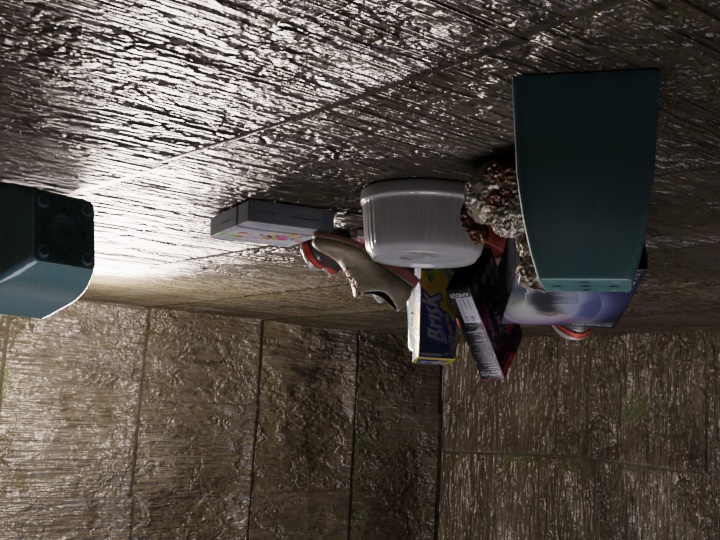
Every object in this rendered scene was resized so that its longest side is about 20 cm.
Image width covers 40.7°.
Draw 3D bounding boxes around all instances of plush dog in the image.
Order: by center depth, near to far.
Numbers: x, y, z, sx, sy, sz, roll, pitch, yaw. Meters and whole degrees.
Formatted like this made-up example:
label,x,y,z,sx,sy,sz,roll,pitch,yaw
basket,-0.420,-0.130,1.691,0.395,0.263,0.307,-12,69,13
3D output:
label,x,y,z,sx,sy,sz,roll,pitch,yaw
plush dog,0.221,-0.091,1.278,0.171,0.161,0.200,17,142,-5

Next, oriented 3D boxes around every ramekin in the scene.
label,x,y,z,sx,sy,sz,roll,pitch,yaw
ramekin,0.098,-0.066,1.476,0.199,0.105,0.200,2,172,0

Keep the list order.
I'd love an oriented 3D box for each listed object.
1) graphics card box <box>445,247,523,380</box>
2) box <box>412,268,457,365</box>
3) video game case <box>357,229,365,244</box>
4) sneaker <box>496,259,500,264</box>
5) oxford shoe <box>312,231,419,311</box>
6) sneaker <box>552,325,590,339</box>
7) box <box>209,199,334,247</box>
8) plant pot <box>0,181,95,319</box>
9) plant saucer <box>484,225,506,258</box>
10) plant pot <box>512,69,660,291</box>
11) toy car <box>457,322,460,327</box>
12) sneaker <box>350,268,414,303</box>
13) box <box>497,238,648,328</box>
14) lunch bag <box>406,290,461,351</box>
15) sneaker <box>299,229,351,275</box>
label,x,y,z,sx,sy,sz,roll,pitch,yaw
graphics card box,0.219,0.076,1.692,0.051,0.200,0.126,-7,-150,33
box,0.130,0.060,1.683,0.070,0.201,0.064,4,166,-5
video game case,0.097,-0.056,1.857,0.199,0.018,0.143,2,172,4
sneaker,0.239,0.002,1.933,0.199,0.081,0.076,-3,150,11
oxford shoe,0.000,0.000,1.640,0.200,0.075,0.070,27,169,-6
sneaker,0.333,0.035,1.713,0.077,0.082,0.200,-34,-124,-31
box,-0.158,-0.080,1.688,0.155,0.041,0.200,7,172,-27
plant pot,-0.538,-0.042,1.576,0.200,0.197,0.196,-14,164,36
plant saucer,0.166,-0.050,1.728,0.199,0.037,0.199,-6,164,34
plant pot,0.230,-0.082,0.988,0.141,0.201,0.141,0,172,15
toy car,0.261,0.070,2.118,0.174,0.151,0.200,8,176,-7
sneaker,0.070,0.032,2.240,0.199,0.089,0.074,-4,169,29
box,0.335,-0.003,1.562,0.199,0.124,0.199,2,150,0
lunch bag,0.172,0.106,2.287,0.121,0.171,0.200,1,-170,16
sneaker,-0.044,-0.040,1.825,0.082,0.077,0.200,-28,177,15
